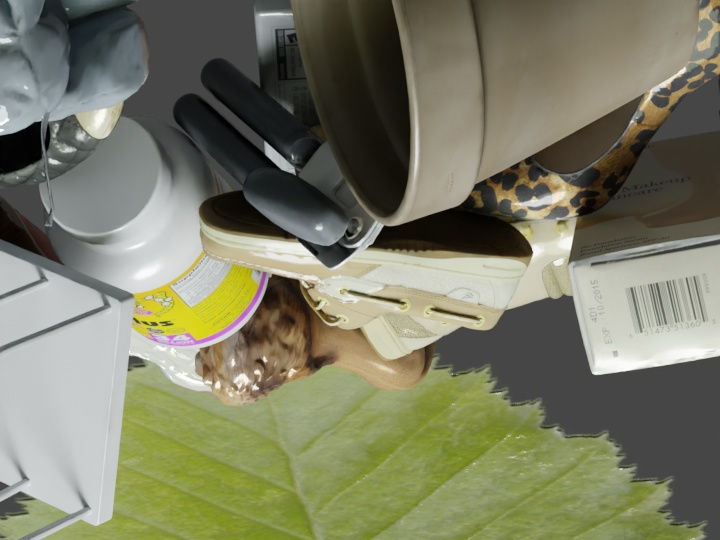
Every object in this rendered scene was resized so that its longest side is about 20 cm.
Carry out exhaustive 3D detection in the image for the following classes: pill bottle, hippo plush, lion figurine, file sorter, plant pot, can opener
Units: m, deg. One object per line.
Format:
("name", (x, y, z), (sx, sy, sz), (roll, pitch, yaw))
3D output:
("pill bottle", (-0.124, -0.026, 1.532), (0.103, 0.105, 0.200), (-8, 162, 10))
("hippo plush", (-0.209, -0.127, 1.329), (0.160, 0.202, 0.159), (6, 175, 25))
("lion figurine", (-0.012, 0.039, 1.673), (0.199, 0.123, 0.072), (10, 149, -23))
("file sorter", (-0.245, 0.061, 1.442), (0.199, 0.140, 0.124), (21, -154, 28))
("plant pot", (0.071, -0.138, 1.316), (0.172, 0.201, 0.200), (-13, 154, -13))
("can opener", (-0.052, -0.066, 1.426), (0.053, 0.200, 0.067), (-51, 133, 3))

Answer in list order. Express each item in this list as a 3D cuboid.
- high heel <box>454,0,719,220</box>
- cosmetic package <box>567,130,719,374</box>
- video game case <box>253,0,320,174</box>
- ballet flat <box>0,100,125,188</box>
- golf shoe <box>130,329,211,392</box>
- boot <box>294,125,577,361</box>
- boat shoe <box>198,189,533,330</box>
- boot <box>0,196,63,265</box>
("high heel", (0.132, -0.104, 1.460), (0.199, 0.072, 0.143), (-18, 141, 1))
("cosmetic package", (0.182, -0.015, 1.516), (0.104, 0.200, 0.072), (-11, 108, 11))
("video game case", (0.032, -0.104, 1.522), (0.181, 0.023, 0.200), (-2, 150, -1))
("ballet flat", (-0.211, -0.073, 1.432), (0.199, 0.067, 0.057), (-18, 177, 32))
("golf shoe", (-0.115, 0.026, 1.698), (0.199, 0.076, 0.092), (11, 145, -24))
("boot", (0.052, -0.033, 1.556), (0.154, 0.073, 0.200), (-17, 136, 12))
("boat shoe", (0.000, 0.000, 1.478), (0.198, 0.074, 0.067), (8, 116, -17))
("boot", (-0.179, 0.034, 1.559), (0.075, 0.200, 0.107), (-42, 140, 10))
